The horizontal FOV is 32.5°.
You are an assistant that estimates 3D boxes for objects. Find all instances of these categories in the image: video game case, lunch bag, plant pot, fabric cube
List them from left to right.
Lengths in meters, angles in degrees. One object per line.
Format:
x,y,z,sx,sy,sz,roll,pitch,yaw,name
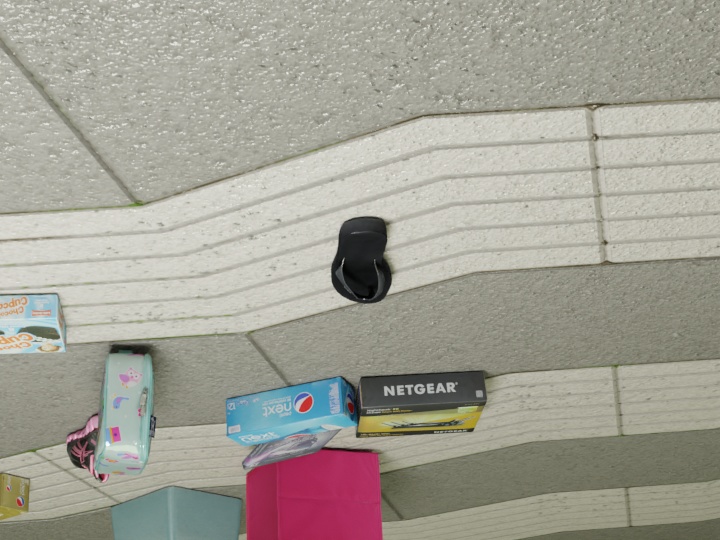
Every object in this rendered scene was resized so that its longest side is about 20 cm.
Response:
-0.334,0.203,1.760,0.077,0.161,0.200,7,159,-12,lunch bag
-0.367,0.562,2.468,0.196,0.200,0.196,-25,148,35,plant pot
-0.111,0.290,2.105,0.143,0.019,0.200,-10,161,-24,video game case
-0.089,0.446,2.273,0.199,0.200,0.196,7,153,-20,fabric cube

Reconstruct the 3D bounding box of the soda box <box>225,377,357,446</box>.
-0.109,0.225,1.953,0.200,0.064,0.068,-12,154,17,soda box

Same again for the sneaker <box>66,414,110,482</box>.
-0.436,0.307,2.035,0.079,0.095,0.200,6,155,-25,sneaker

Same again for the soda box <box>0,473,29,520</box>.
-0.705,0.432,2.287,0.200,0.064,0.068,-20,151,29,soda box

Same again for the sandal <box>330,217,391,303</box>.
-0.001,0.000,1.515,0.076,0.043,0.200,-5,155,1,sandal

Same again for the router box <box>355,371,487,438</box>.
0.093,0.218,1.987,0.200,0.052,0.157,-3,155,-5,router box

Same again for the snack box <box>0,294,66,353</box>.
-0.485,0.072,1.588,0.200,0.037,0.116,-1,155,-8,snack box
